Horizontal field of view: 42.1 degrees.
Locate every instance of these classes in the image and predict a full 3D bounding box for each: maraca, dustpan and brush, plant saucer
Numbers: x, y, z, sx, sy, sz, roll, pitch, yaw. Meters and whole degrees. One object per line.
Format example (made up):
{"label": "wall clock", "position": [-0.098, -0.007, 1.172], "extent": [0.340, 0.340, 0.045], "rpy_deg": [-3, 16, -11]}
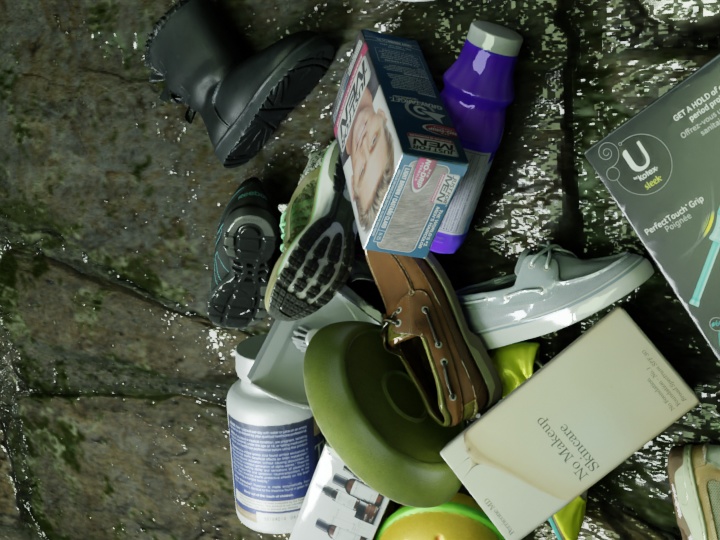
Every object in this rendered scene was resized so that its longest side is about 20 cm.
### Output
{"label": "maraca", "position": [0.075, 0.302, 0.966], "extent": [0.136, 0.107, 0.201], "rpy_deg": [25, 128, -2]}
{"label": "dustpan and brush", "position": [0.002, 0.101, 0.967], "extent": [0.199, 0.140, 0.057], "rpy_deg": [31, 162, -11]}
{"label": "plant saucer", "position": [0.034, 0.124, 0.879], "extent": [0.031, 0.200, 0.200], "rpy_deg": [-44, 79, 31]}

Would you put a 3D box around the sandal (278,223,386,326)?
{"label": "sandal", "position": [-0.001, 0.000, 0.946], "extent": [0.200, 0.075, 0.048], "rpy_deg": [41, 106, 17]}

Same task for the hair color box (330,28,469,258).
{"label": "hair color box", "position": [0.027, -0.115, 0.814], "extent": [0.201, 0.060, 0.100], "rpy_deg": [-104, 29, -47]}

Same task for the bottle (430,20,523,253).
{"label": "bottle", "position": [0.090, -0.117, 0.833], "extent": [0.065, 0.084, 0.201], "rpy_deg": [14, 117, -6]}

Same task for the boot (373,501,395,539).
{"label": "boot", "position": [0.024, 0.268, 1.030], "extent": [0.075, 0.074, 0.201], "rpy_deg": [16, 117, 4]}

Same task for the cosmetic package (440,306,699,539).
{"label": "cosmetic package", "position": [0.179, 0.132, 0.811], "extent": [0.200, 0.073, 0.104], "rpy_deg": [-42, 79, 9]}

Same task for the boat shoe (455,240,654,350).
{"label": "boat shoe", "position": [0.160, 0.015, 0.835], "extent": [0.200, 0.070, 0.072], "rpy_deg": [-25, 94, 40]}

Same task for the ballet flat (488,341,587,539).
{"label": "ballet flat", "position": [0.180, 0.159, 0.878], "extent": [0.067, 0.067, 0.201], "rpy_deg": [-24, 89, 17]}

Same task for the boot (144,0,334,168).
{"label": "boot", "position": [-0.132, -0.221, 0.966], "extent": [0.198, 0.073, 0.163], "rpy_deg": [-43, 76, 37]}

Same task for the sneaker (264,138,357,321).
{"label": "sneaker", "position": [-0.050, -0.042, 0.921], "extent": [0.088, 0.077, 0.201], "rpy_deg": [4, 63, 47]}

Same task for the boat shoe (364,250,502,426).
{"label": "boat shoe", "position": [0.053, 0.048, 0.866], "extent": [0.201, 0.068, 0.072], "rpy_deg": [57, 153, 15]}

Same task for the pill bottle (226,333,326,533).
{"label": "pill bottle", "position": [-0.090, 0.177, 1.039], "extent": [0.110, 0.111, 0.202], "rpy_deg": [9, 111, 32]}

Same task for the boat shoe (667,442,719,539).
{"label": "boat shoe", "position": [0.320, 0.247, 0.805], "extent": [0.076, 0.072, 0.202], "rpy_deg": [-11, 99, 25]}

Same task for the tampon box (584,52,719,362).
{"label": "tampon box", "position": [0.294, -0.054, 0.683], "extent": [0.150, 0.126, 0.201], "rpy_deg": [-36, 83, 37]}

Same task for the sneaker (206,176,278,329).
{"label": "sneaker", "position": [-0.126, -0.014, 1.036], "extent": [0.201, 0.075, 0.080], "rpy_deg": [111, 159, -44]}

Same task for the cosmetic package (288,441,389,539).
{"label": "cosmetic package", "position": [-0.025, 0.263, 0.969], "extent": [0.082, 0.051, 0.201], "rpy_deg": [24, 115, 10]}
